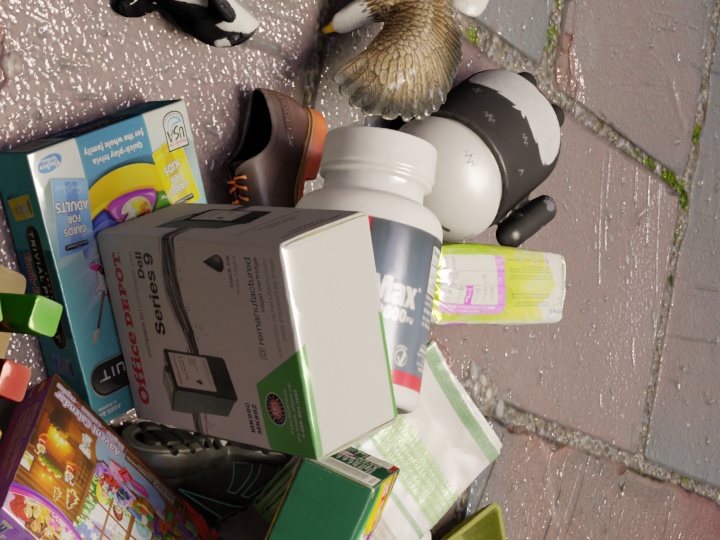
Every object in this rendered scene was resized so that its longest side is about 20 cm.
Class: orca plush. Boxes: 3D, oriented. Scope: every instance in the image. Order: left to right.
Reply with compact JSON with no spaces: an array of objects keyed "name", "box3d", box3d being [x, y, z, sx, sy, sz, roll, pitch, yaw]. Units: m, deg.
[{"name":"orca plush","box3d":[-0.150,-0.208,1.049,0.071,0.105,0.200,-42,161,7]}]

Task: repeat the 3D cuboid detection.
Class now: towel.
[{"name":"towel","box3d":[0.021,0.167,1.159,0.200,0.031,0.150,-46,119,-18]}]

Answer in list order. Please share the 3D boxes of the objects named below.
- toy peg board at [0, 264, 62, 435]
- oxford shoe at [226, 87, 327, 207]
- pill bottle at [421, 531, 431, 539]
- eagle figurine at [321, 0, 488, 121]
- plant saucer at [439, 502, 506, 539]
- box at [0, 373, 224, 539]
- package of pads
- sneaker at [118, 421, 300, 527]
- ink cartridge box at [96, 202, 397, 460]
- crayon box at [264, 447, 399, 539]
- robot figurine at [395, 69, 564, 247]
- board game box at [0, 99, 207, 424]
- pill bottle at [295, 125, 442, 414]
[{"name":"toy peg board","box3d":[-0.293,0.067,0.882,0.199,0.097,0.202,29,71,-45]},{"name":"oxford shoe","box3d":[-0.085,-0.049,1.143,0.072,0.071,0.203,29,62,-39]},{"name":"pill bottle","box3d":[0.017,0.153,1.237,0.104,0.103,0.203,-18,106,-47]},{"name":"eagle figurine","box3d":[0.031,-0.226,1.203,0.151,0.200,0.152,32,109,-11]},{"name":"plant saucer","box3d":[0.075,0.348,1.357,0.199,0.047,0.203,-27,112,-45]},{"name":"box","box3d":[-0.169,0.185,0.976,0.200,0.039,0.138,49,25,-24]},{"name":"package of pads","box3d":[0.071,0.010,1.254,0.199,0.153,0.069,2,91,-49]},{"name":"sneaker","box3d":[-0.118,0.163,1.122,0.198,0.075,0.080,7,103,-44]},{"name":"ink cartridge box","box3d":[-0.080,0.036,0.978,0.084,0.198,0.148,-23,109,-42]},{"name":"crayon box","box3d":[-0.037,0.215,1.010,0.200,0.058,0.175,31,82,-82]},{"name":"robot figurine","box3d":[0.105,-0.107,1.313,0.200,0.149,0.126,-39,136,-41]},{"name":"board game box","box3d":[-0.174,-0.008,1.052,0.150,0.047,0.203,-28,112,-44]},{"name":"pill bottle","box3d":[0.000,0.000,1.087,0.119,0.118,0.203,20,75,-47]}]
